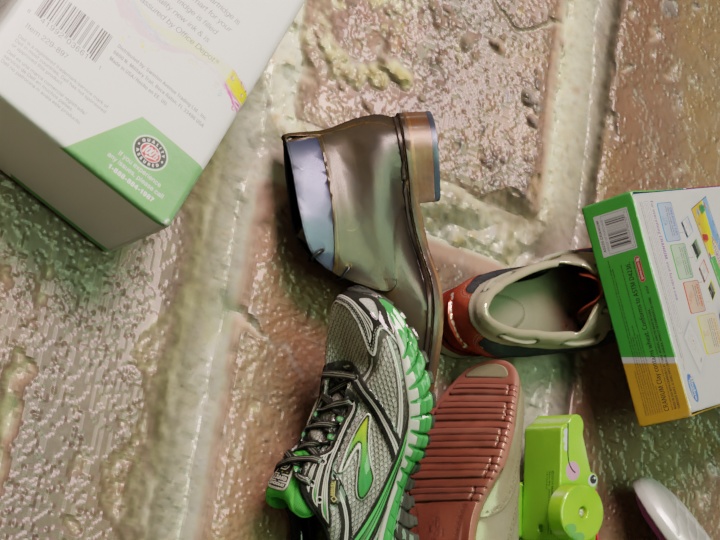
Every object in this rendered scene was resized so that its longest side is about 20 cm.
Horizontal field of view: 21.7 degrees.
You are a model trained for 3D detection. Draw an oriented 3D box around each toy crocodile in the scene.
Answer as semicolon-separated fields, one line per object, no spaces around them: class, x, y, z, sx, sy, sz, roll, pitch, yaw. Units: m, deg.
toy crocodile;0.131;0.192;1.212;0.062;0.067;0.200;7;76;-37

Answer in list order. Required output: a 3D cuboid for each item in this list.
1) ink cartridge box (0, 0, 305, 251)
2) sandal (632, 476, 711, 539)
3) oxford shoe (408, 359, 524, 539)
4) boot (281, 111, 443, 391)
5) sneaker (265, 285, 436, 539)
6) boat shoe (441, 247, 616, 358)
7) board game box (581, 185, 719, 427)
ink cartridge box;-0.138;-0.135;1.108;0.145;0.087;0.200;39;62;-20
sandal;0.239;0.228;1.280;0.050;0.082;0.203;-37;104;10
oxford shoe;0.069;0.155;1.191;0.074;0.071;0.200;39;61;-43
boot;0.000;0.000;1.191;0.097;0.075;0.200;-1;87;-8
sneaker;-0.009;0.109;1.117;0.085;0.078;0.200;3;92;-28
boat shoe;0.137;0.019;1.263;0.200;0.063;0.071;-9;81;-36
board game box;0.237;0.019;1.302;0.200;0.040;0.153;-6;80;-54
